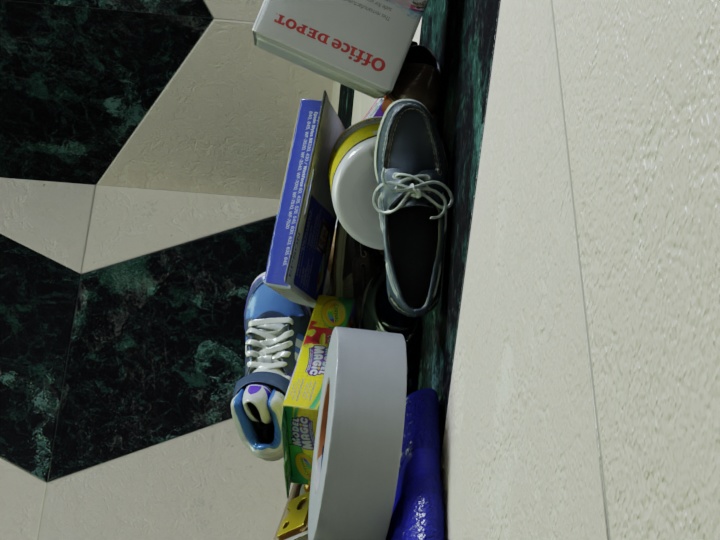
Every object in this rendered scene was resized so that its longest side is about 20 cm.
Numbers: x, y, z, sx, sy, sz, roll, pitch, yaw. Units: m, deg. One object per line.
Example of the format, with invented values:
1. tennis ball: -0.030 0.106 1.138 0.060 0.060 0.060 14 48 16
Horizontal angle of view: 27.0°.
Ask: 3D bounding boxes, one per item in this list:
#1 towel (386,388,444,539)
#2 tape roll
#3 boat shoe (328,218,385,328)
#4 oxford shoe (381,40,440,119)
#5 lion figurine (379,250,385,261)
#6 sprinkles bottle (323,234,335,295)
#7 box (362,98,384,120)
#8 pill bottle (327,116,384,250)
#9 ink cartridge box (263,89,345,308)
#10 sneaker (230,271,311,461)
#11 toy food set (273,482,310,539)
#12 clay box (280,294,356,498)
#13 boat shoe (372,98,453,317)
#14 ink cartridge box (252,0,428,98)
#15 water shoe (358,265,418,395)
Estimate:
1. towel: 0.042 0.225 1.345 0.202 0.049 0.149 -90 5 -45
2. tape roll: -0.004 0.155 1.372 0.200 0.065 0.203 -173 90 -85
3. boat shoe: 0.000 0.000 1.674 0.073 0.064 0.203 -78 -6 -68
4. oxford shoe: 0.055 -0.205 1.582 0.200 0.071 0.074 -113 44 -67
5. lion figurine: 0.024 -0.089 1.706 0.123 0.071 0.202 -70 -17 -48
6. sprinkles bottle: -0.027 -0.025 1.779 0.200 0.068 0.069 -38 -39 -51
7. box: -0.014 -0.127 1.884 0.201 0.039 0.137 -54 7 7
8. pill bottle: 0.022 -0.095 1.521 0.200 0.110 0.113 -100 14 -76
9. ink cartridge box: -0.058 -0.072 1.578 0.200 0.046 0.200 44 -123 -76
10. sneaker: -0.098 0.106 1.639 0.146 0.079 0.203 -31 -61 -81
11. toy food set: -0.050 0.226 1.649 0.143 0.060 0.201 -29 26 36
12. clay box: -0.042 0.135 1.586 0.201 0.047 0.116 -75 -14 -48
13. boat shoe: 0.047 -0.058 1.387 0.062 0.074 0.203 -133 46 -87
14. ink cartridge box: -0.004 -0.289 1.462 0.146 0.145 0.202 -142 75 -85
15. water shoe: 0.025 0.087 1.581 0.079 0.070 0.203 114 159 -65
